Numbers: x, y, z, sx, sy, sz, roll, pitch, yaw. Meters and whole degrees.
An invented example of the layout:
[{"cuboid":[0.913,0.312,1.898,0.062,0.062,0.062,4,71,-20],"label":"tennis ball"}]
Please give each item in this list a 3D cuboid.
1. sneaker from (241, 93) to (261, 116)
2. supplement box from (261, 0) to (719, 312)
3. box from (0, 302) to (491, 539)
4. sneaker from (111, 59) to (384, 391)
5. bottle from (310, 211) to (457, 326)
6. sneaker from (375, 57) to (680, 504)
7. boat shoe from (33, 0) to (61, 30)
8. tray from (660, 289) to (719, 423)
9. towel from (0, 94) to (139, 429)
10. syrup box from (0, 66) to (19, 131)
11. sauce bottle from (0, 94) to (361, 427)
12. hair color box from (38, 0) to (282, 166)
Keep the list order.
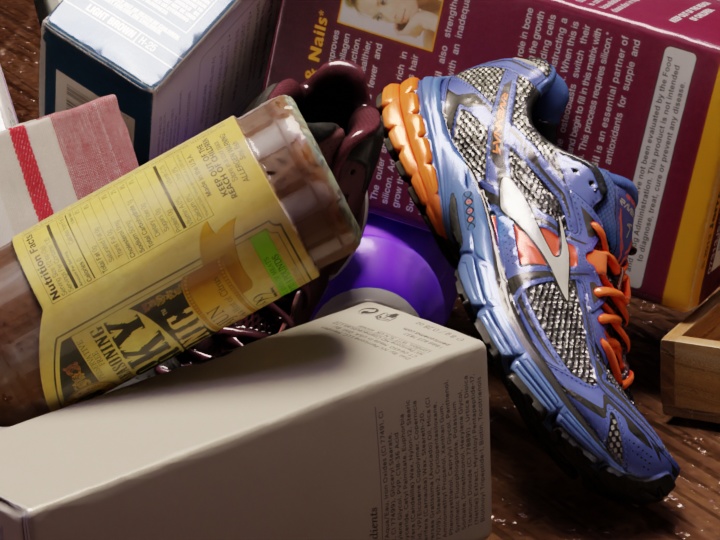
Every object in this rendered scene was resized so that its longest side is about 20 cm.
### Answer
[{"cuboid":[-0.028,-0.126,1.412,0.115,0.075,0.200,-28,-12,-41],"label":"sneaker"},{"cuboid":[0.066,-0.071,1.179,0.199,0.111,0.086,18,20,19],"label":"supplement box"},{"cuboid":[-0.049,0.079,0.982,0.200,0.082,0.068,-17,24,-37],"label":"box"},{"cuboid":[-0.045,-0.002,1.053,0.075,0.116,0.200,22,54,1],"label":"sneaker"},{"cuboid":[0.000,0.000,1.214,0.083,0.066,0.200,0,20,-3],"label":"bottle"},{"cuboid":[0.073,-0.003,1.073,0.078,0.075,0.200,-27,65,4],"label":"sneaker"},{"cuboid":[-0.100,-0.079,1.288,0.065,0.203,0.074,-15,-21,-11],"label":"boat shoe"},{"cuboid":[0.208,0.017,1.180,0.098,0.037,0.200,8,23,28],"label":"tray"},{"cuboid":[-0.146,0.027,1.060,0.200,0.145,0.023,-22,4,-41],"label":"towel"},{"cuboid":[-0.242,-0.034,1.233,0.199,0.082,0.079,-17,60,-6],"label":"syrup box"},{"cuboid":[-0.098,0.012,0.989,0.200,0.065,0.065,-29,21,1],"label":"sauce bottle"},{"cuboid":[-0.055,-0.126,1.226,0.060,0.100,0.200,33,60,13],"label":"hair color box"}]
